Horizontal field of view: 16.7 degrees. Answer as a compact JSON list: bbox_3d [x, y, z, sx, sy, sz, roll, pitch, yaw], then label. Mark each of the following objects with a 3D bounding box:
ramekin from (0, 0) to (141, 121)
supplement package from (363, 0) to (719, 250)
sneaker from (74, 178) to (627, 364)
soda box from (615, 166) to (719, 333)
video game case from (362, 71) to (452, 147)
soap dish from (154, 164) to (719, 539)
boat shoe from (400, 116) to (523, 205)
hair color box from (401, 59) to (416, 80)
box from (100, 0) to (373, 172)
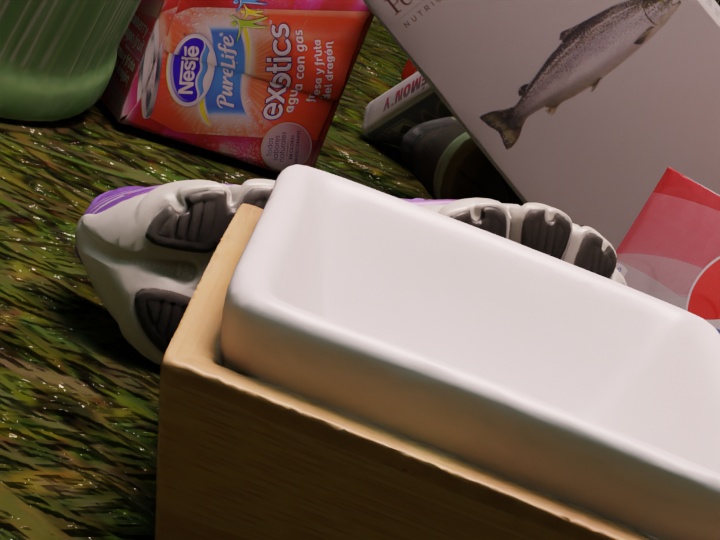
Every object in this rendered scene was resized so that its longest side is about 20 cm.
[{"bbox_3d":[-0.174,-0.164,1.048,0.200,0.098,0.200,29,24,-14],"label":"ramekin"},{"bbox_3d":[0.110,-0.083,1.081,0.200,0.117,0.117,51,13,-3],"label":"supplement package"},{"bbox_3d":[0.000,0.000,0.818,0.200,0.081,0.083,14,8,-26],"label":"sneaker"},{"bbox_3d":[0.186,0.038,0.945,0.200,0.070,0.063,34,4,38],"label":"soda box"},{"bbox_3d":[0.127,-0.074,1.272,0.200,0.023,0.182,17,-20,-21],"label":"video game case"},{"bbox_3d":[0.026,0.045,0.654,0.157,0.081,0.200,21,12,-2],"label":"soap dish"},{"bbox_3d":[0.106,-0.050,1.225,0.200,0.073,0.065,10,22,-42],"label":"boat shoe"},{"bbox_3d":[0.096,-0.105,1.473,0.111,0.064,0.200,21,11,-10],"label":"hair color box"},{"bbox_3d":[-0.077,-0.125,1.179,0.100,0.095,0.200,16,13,-22],"label":"box"}]
